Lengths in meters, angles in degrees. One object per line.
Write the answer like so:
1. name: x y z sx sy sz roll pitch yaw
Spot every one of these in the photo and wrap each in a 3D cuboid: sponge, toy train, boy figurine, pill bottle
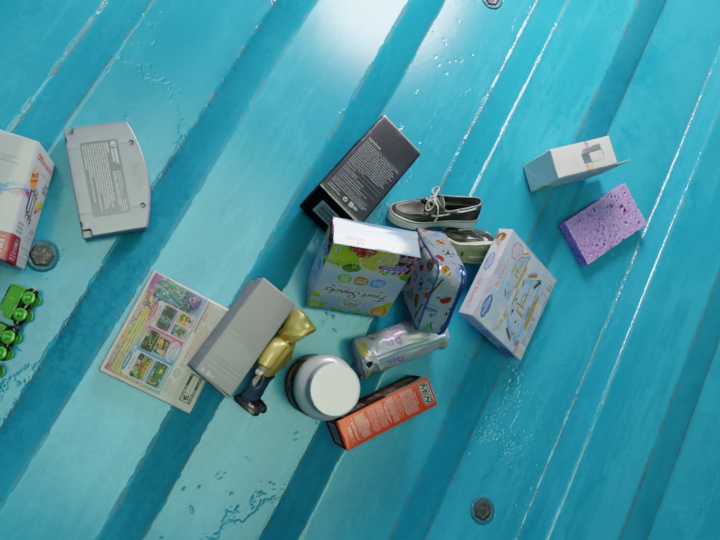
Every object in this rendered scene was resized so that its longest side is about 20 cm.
1. sponge: 0.560 -0.106 1.454 0.198 0.030 0.113 -31 93 -18
2. toy train: -0.611 0.116 1.067 0.056 0.042 0.203 23 77 -3
3. boy figurine: -0.151 0.164 1.157 0.064 0.124 0.201 34 91 14
4. pill bottle: -0.069 0.210 1.136 0.112 0.200 0.117 2 82 -16

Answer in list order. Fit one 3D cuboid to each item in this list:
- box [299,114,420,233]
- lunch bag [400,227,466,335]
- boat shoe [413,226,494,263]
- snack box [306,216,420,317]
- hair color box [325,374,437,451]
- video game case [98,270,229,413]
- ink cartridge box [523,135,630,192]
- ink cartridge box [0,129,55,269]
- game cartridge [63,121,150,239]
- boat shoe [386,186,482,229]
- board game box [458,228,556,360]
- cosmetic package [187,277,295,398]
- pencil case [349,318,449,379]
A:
1. box: -0.003 -0.175 1.220 0.107 0.148 0.201 43 69 -9
2. lunch bag: 0.131 0.020 1.219 0.074 0.201 0.162 9 119 -14
3. boat shoe: 0.191 -0.059 1.328 0.196 0.072 0.068 4 44 -10
4. snack box: 0.000 0.000 1.181 0.166 0.201 0.069 8 53 -15
5. hair color box: 0.038 0.270 1.214 0.197 0.101 0.062 -22 90 -19
6. video game case: -0.346 0.130 1.154 0.180 0.024 0.202 29 77 -12
7. ink cartridge box: 0.480 -0.239 1.399 0.197 0.117 0.068 -15 85 -18
8. ink cartridge box: -0.613 -0.122 1.037 0.142 0.145 0.204 14 80 -15
9. game cartridge: -0.455 -0.166 1.149 0.131 0.040 0.204 -10 87 -14
10. boat shoe: 0.154 -0.128 1.292 0.196 0.069 0.074 5 49 -5
11. board game box: 0.312 0.052 1.314 0.199 0.041 0.202 40 72 -35
12. cosmetic package: -0.214 0.116 1.130 0.090 0.107 0.201 43 74 -15
13. pencil case: 0.076 0.146 1.246 0.197 0.091 0.084 -18 89 -19
